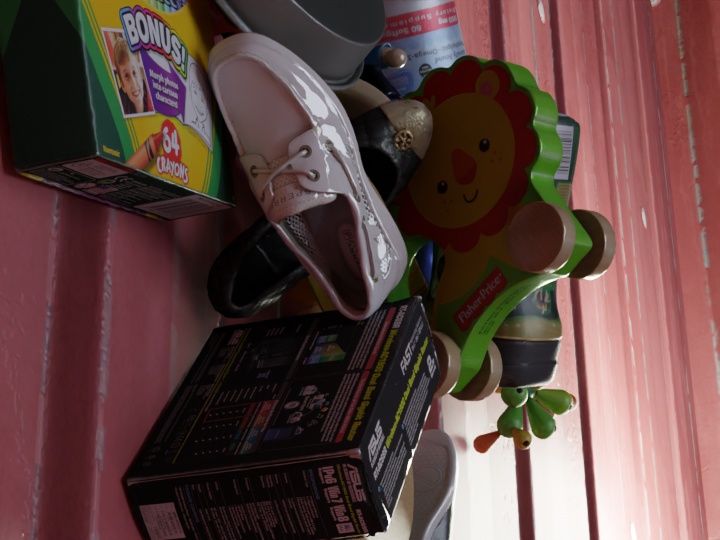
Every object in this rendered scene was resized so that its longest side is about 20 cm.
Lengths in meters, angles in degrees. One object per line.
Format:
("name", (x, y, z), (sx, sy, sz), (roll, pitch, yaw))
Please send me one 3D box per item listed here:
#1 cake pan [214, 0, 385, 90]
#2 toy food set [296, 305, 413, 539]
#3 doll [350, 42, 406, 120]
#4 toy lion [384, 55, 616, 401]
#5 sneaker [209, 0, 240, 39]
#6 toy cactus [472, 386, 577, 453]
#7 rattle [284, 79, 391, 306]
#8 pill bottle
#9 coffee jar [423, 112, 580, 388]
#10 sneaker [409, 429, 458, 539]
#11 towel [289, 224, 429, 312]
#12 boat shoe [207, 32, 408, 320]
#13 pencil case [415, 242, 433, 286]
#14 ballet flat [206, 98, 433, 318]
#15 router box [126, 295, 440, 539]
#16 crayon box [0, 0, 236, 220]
("cake pan", (-0.052, -0.214, 1.221), (0.200, 0.037, 0.201), (41, 29, -29))
("toy food set", (-0.009, 0.142, 1.384), (0.198, 0.049, 0.200), (-82, 155, -44))
("doll", (-0.002, -0.112, 1.431), (0.048, 0.137, 0.200), (27, 21, -47))
("toy lion", (0.071, -0.038, 1.257), (0.069, 0.200, 0.192), (7, 41, -47))
("sneaker", (-0.065, -0.208, 1.336), (0.075, 0.084, 0.200), (59, 25, 4))
("toy cactus", (0.145, 0.101, 1.853), (0.165, 0.102, 0.200), (63, 19, 8))
("rattle", (-0.040, -0.097, 1.397), (0.200, 0.130, 0.143), (-120, -167, -47))
("pill bottle", (0.050, -0.146, 1.628), (0.109, 0.108, 0.201), (-40, 118, -70))
("coffee jar", (0.099, -0.017, 1.322), (0.085, 0.104, 0.201), (1, 95, -49))
("sneaker", (0.050, 0.232, 1.491), (0.099, 0.070, 0.200), (64, 29, -45))
("towel", (0.000, 0.000, 1.318), (0.086, 0.018, 0.200), (-39, 124, -21))
("boat shoe", (-0.035, -0.057, 1.153), (0.200, 0.071, 0.069), (56, 28, -19))
("pencil case", (0.061, -0.016, 1.435), (0.087, 0.078, 0.201), (19, 88, -52))
("ballet flat", (-0.022, -0.038, 1.236), (0.066, 0.200, 0.057), (46, -4, -21))
("router box", (-0.042, 0.095, 1.144), (0.200, 0.149, 0.062), (-65, 141, -61))
("crayon box", (-0.146, -0.131, 1.096), (0.200, 0.058, 0.173), (19, 62, -71))
